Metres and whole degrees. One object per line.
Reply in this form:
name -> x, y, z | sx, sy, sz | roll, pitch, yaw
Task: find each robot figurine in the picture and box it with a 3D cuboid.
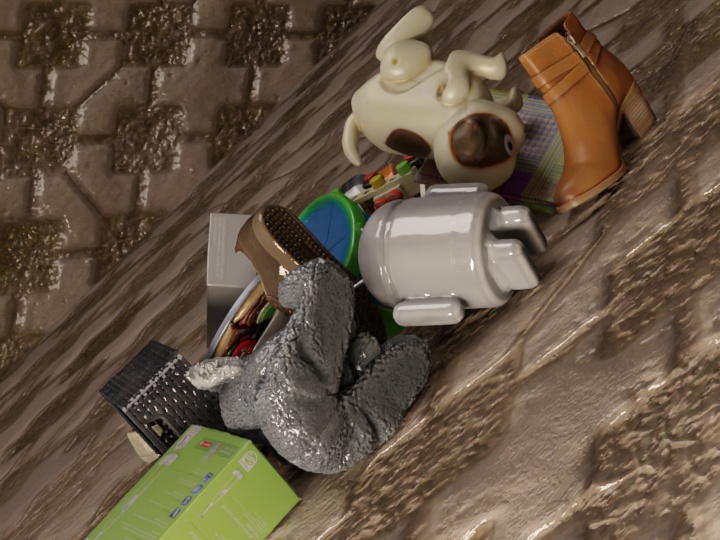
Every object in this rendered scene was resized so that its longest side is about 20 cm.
robot figurine -> 0.082, -0.018, 1.504 | 0.199, 0.113, 0.170 | -4, 49, 28

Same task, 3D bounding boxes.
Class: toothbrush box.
toothbrush box -> -0.177, 0.254, 1.466 | 0.200, 0.086, 0.145 | -46, 21, -22

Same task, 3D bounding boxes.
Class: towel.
towel -> 0.166, -0.137, 1.690 | 0.199, 0.023, 0.144 | 14, 63, 36

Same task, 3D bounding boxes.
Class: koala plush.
koala plush -> -0.071, 0.118, 1.469 | 0.200, 0.177, 0.184 | -19, 35, 49

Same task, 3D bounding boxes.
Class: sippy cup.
sippy cup -> 0.000, 0.000, 1.666 | 0.139, 0.130, 0.179 | -26, 52, 45

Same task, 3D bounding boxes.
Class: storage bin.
storage bin -> -0.218, 0.166, 1.774 | 0.094, 0.135, 0.200 | -44, 14, -13

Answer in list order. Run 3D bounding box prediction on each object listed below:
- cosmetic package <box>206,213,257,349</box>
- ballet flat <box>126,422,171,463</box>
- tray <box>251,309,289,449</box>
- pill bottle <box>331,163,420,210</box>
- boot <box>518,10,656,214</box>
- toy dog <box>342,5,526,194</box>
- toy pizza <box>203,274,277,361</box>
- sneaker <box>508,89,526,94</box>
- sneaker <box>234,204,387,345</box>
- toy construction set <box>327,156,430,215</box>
cosmetic package -> -0.156, 0.018, 1.941 | 0.200, 0.090, 0.107 | 96, 175, -62
ballet flat -> -0.218, 0.162, 1.948 | 0.200, 0.062, 0.067 | -46, 15, -19
tray -> -0.097, 0.122, 1.635 | 0.108, 0.022, 0.201 | -60, -12, -45
pill bottle -> -0.014, -0.053, 1.969 | 0.200, 0.106, 0.106 | -37, 14, 17
boot -> 0.220, -0.166, 1.576 | 0.200, 0.155, 0.077 | -49, 16, -31
toy dog -> 0.091, -0.164, 1.639 | 0.194, 0.140, 0.200 | -36, 53, -18
toy pizza -> -0.122, 0.065, 1.823 | 0.201, 0.032, 0.200 | -53, -12, -16
sneaker -> 0.167, -0.128, 1.796 | 0.109, 0.070, 0.200 | -46, 19, 27
sneaker -> -0.051, 0.024, 1.562 | 0.070, 0.200, 0.075 | -35, -3, -44
toy construction set -> 0.032, -0.075, 1.833 | 0.199, 0.093, 0.131 | -9, 25, 25
